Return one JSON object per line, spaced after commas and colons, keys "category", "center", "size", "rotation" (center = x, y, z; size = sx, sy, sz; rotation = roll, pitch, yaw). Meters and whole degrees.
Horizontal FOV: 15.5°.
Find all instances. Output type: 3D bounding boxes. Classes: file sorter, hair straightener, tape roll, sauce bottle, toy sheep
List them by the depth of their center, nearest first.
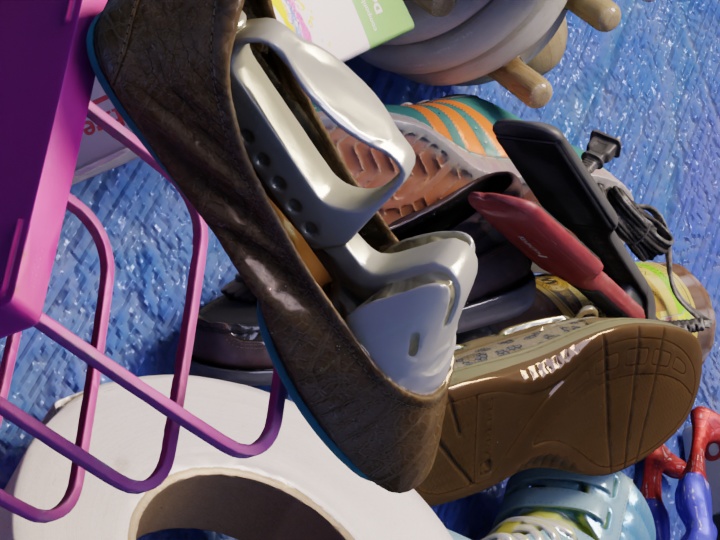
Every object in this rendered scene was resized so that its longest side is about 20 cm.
{"category": "file sorter", "center": [-0.132, 0.012, 0.888], "size": [0.125, 0.200, 0.139], "rotation": [39, 45, -37]}
{"category": "tape roll", "center": [-0.046, 0.125, 0.998], "size": [0.203, 0.037, 0.203], "rotation": [20, 38, -16]}
{"category": "hair straightener", "center": [0.116, -0.023, 1.199], "size": [0.200, 0.041, 0.077], "rotation": [36, 67, -49]}
{"category": "toy sheep", "center": [0.038, -0.151, 1.240], "size": [0.200, 0.138, 0.138], "rotation": [44, 41, -47]}
{"category": "sauce bottle", "center": [0.089, 0.033, 1.260], "size": [0.200, 0.065, 0.065], "rotation": [-8, 78, -48]}

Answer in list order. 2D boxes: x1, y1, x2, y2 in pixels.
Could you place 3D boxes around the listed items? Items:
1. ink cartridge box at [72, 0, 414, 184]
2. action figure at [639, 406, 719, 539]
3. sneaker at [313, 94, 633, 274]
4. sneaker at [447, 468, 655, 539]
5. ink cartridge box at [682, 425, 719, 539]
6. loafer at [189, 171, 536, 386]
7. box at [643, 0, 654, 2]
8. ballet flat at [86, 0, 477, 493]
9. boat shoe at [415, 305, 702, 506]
{"category": "ink cartridge box", "center": [-0.083, -0.085, 1.064], "size": [0.200, 0.117, 0.067], "rotation": [-31, 98, -54]}
{"category": "action figure", "center": [0.154, 0.160, 1.278], "size": [0.052, 0.065, 0.200], "rotation": [39, 43, -23]}
{"category": "sneaker", "center": [0.030, -0.046, 1.237], "size": [0.200, 0.071, 0.080], "rotation": [11, 22, -33]}
{"category": "sneaker", "center": [0.067, 0.126, 1.179], "size": [0.200, 0.080, 0.131], "rotation": [40, 45, -45]}
{"category": "ink cartridge box", "center": [0.252, 0.157, 1.335], "size": [0.083, 0.147, 0.200], "rotation": [19, 56, -44]}
{"category": "loafer", "center": [0.000, 0.000, 1.140], "size": [0.200, 0.072, 0.063], "rotation": [-15, 115, -44]}
{"category": "box", "center": [0.075, -0.250, 1.171], "size": [0.200, 0.131, 0.199], "rotation": [25, 31, -10]}
{"category": "ballet flat", "center": [-0.008, -0.015, 0.836], "size": [0.200, 0.072, 0.068], "rotation": [60, 33, -19]}
{"category": "boat shoe", "center": [0.070, 0.053, 1.173], "size": [0.200, 0.063, 0.073], "rotation": [-7, 111, -40]}
